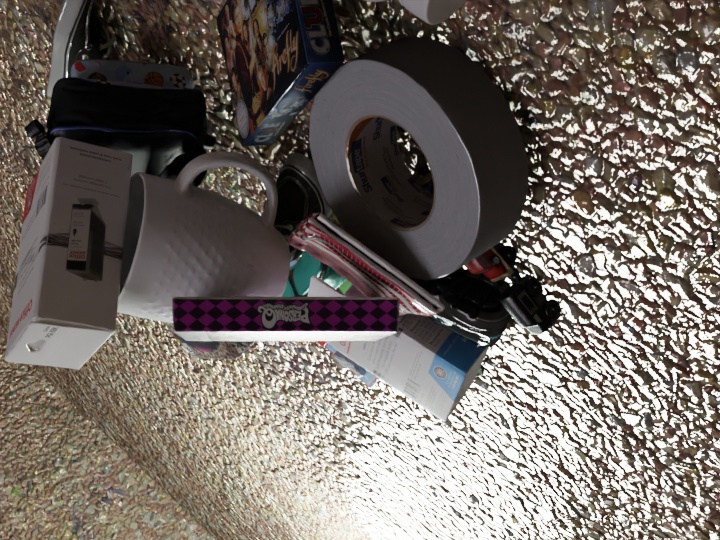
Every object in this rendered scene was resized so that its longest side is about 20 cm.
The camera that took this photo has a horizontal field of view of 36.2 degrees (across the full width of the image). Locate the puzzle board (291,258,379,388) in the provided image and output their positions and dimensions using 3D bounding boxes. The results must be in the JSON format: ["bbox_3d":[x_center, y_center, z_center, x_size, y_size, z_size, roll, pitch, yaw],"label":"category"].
[{"bbox_3d":[-0.042,0.066,1.439,0.200,0.017,0.151,42,155,6],"label":"puzzle board"}]

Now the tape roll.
[{"bbox_3d":[0.046,-0.095,0.951,0.200,0.066,0.200,30,136,34],"label":"tape roll"}]

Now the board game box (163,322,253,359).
[{"bbox_3d":[-0.235,0.021,1.566,0.200,0.097,0.159,53,154,-16],"label":"board game box"}]

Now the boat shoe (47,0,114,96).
[{"bbox_3d":[-0.323,-0.270,1.296,0.064,0.071,0.200,16,148,-12],"label":"boat shoe"}]

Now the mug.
[{"bbox_3d":[-0.162,-0.034,1.169,0.175,0.200,0.148,14,-156,-26],"label":"mug"}]

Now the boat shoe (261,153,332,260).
[{"bbox_3d":[-0.079,-0.057,1.254,0.071,0.064,0.200,39,154,12],"label":"boat shoe"}]

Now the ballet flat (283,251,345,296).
[{"bbox_3d":[-0.056,0.018,1.291,0.200,0.070,0.067,-45,58,54],"label":"ballet flat"}]

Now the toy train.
[{"bbox_3d":[0.115,-0.017,1.044,0.200,0.046,0.034,49,154,-9],"label":"toy train"}]

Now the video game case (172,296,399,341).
[{"bbox_3d":[-0.072,0.047,1.046,0.181,0.200,0.036,137,133,-82],"label":"video game case"}]

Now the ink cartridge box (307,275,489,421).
[{"bbox_3d":[0.039,0.067,1.228,0.200,0.067,0.116,33,148,13],"label":"ink cartridge box"}]

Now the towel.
[{"bbox_3d":[0.000,0.000,1.035,0.144,0.023,0.200,35,174,-5],"label":"towel"}]

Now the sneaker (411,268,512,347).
[{"bbox_3d":[0.065,0.015,1.136,0.200,0.075,0.079,35,155,20],"label":"sneaker"}]

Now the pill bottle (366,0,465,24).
[{"bbox_3d":[-0.004,-0.264,0.780,0.200,0.112,0.112,38,154,14],"label":"pill bottle"}]

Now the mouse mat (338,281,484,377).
[{"bbox_3d":[0.046,0.053,1.289,0.200,0.008,0.161,53,150,-12],"label":"mouse mat"}]

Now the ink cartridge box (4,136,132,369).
[{"bbox_3d":[-0.303,-0.013,1.141,0.083,0.200,0.147,12,155,-26],"label":"ink cartridge box"}]

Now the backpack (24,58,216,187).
[{"bbox_3d":[-0.264,-0.143,1.261,0.200,0.154,0.191,7,147,-6],"label":"backpack"}]

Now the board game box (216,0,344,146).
[{"bbox_3d":[-0.077,-0.208,0.983,0.200,0.035,0.136,146,114,-64],"label":"board game box"}]
